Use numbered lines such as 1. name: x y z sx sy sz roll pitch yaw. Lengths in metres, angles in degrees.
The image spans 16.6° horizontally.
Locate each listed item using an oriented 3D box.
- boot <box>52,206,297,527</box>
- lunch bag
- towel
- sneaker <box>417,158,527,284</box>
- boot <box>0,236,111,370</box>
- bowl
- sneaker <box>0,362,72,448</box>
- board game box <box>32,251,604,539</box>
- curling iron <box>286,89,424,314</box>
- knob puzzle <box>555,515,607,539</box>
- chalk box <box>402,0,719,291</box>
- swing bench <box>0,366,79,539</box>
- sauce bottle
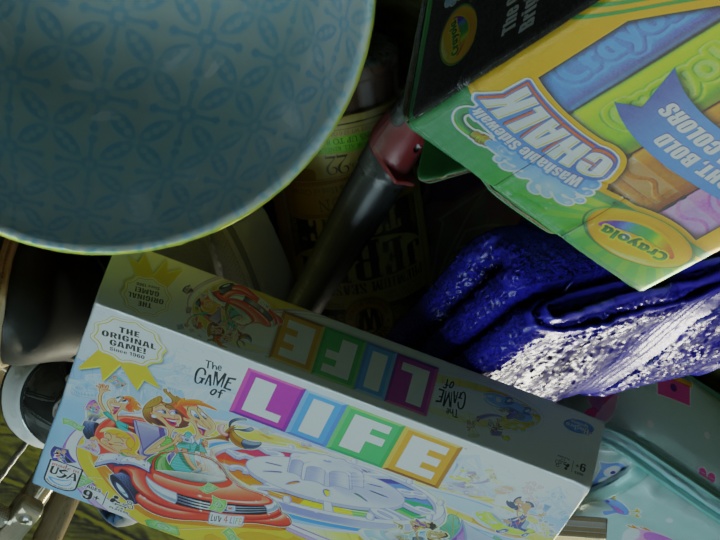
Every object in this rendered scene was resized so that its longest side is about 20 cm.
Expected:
1. boot: -0.083 0.038 1.044 0.074 0.096 0.200 44 154 31
2. lunch bag: 0.108 0.113 1.255 0.160 0.077 0.200 32 145 -26
3. towel: 0.103 0.021 1.015 0.200 0.050 0.148 -11 153 -37
4. sneaker: 0.059 -0.026 1.064 0.088 0.080 0.200 49 136 10
5. boot: -0.095 0.015 1.132 0.138 0.078 0.200 12 -170 6
6. bowl: -0.097 -0.115 0.932 0.200 0.200 0.108 23 -169 -12
7. sneaker: -0.073 0.075 1.222 0.200 0.067 0.090 5 -176 -22
8. board game box: -0.021 0.073 0.977 0.200 0.034 0.134 21 140 -4
9. curling iron: 0.022 -0.044 0.979 0.050 0.026 0.200 30 105 -23
10. knob puzzle: 0.016 0.113 1.169 0.219 0.030 0.220 3 170 1
11. chalk box: 0.102 -0.086 0.874 0.124 0.125 0.200 34 137 -26
12. swing bench: -0.240 0.083 1.281 0.199 0.200 0.130 30 180 -22
13. sauce bottle: 0.000 0.000 1.043 0.065 0.065 0.200 0 113 24
